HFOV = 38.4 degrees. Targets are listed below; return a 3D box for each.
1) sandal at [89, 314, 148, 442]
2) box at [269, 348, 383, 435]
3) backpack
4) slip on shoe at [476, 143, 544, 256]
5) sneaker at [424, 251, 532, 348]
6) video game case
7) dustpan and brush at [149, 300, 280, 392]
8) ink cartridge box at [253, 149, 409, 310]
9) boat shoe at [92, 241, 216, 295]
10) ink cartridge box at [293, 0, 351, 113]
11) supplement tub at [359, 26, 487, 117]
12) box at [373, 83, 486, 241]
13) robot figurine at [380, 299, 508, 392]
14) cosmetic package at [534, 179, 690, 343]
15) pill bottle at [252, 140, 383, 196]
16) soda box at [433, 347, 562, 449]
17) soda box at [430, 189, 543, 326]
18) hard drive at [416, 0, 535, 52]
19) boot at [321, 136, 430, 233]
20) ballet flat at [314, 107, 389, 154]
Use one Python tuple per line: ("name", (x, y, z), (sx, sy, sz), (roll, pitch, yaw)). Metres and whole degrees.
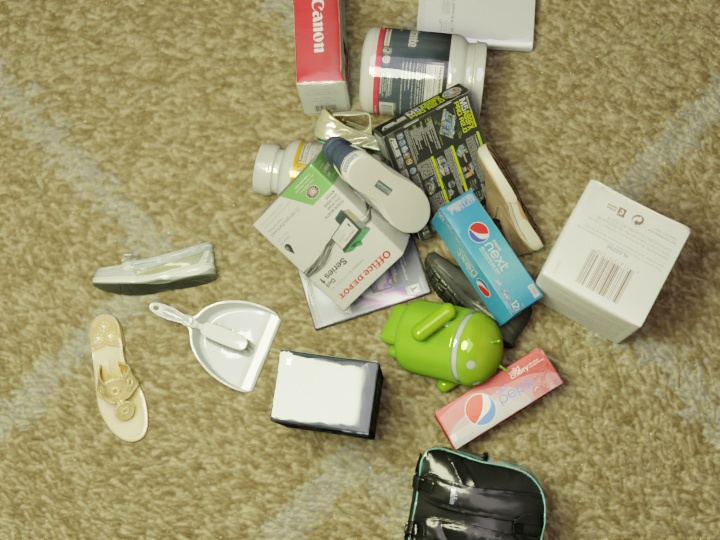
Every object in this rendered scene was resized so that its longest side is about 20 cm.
("sandal", (-0.399, 0.171, 1.654), (0.077, 0.070, 0.214), (-16, 78, 0))
("box", (-0.046, 0.191, 1.564), (0.146, 0.200, 0.108), (7, 79, 5))
("backpack", (0.179, 0.361, 1.542), (0.197, 0.153, 0.178), (8, 81, 15))
("slip on shoe", (0.225, -0.106, 1.641), (0.060, 0.076, 0.201), (-25, 120, 17))
("sneaker", (0.188, 0.034, 1.655), (0.200, 0.076, 0.091), (42, 77, 1))
("video game case", (0.000, 0.000, 1.693), (0.198, 0.019, 0.144), (-18, 78, -1))
("dustpan and brush", (-0.245, 0.097, 1.665), (0.198, 0.057, 0.141), (21, 81, 7))
("ink cartridge box", (-0.042, -0.061, 1.601), (0.200, 0.084, 0.146), (43, 113, -8))
("boat shoe", (-0.337, -0.003, 1.687), (0.199, 0.075, 0.066), (-8, 72, -3))
("ink cartridge box", (-0.066, -0.384, 1.691), (0.083, 0.176, 0.203), (-4, 78, 2))
("supplement tub", (0.102, -0.319, 1.687), (0.197, 0.140, 0.142), (6, 79, 4))
("box", (0.125, -0.169, 1.636), (0.159, 0.044, 0.201), (-29, 122, -9))
("robot figurine", (0.132, 0.111, 1.595), (0.198, 0.176, 0.116), (11, 56, 30))
("cosmetic package", (0.374, -0.009, 1.580), (0.166, 0.200, 0.168), (28, 82, 8))
("pill bottle", (-0.070, -0.149, 1.677), (0.197, 0.113, 0.114), (12, 80, 5))
("soda box", (0.214, 0.202, 1.617), (0.199, 0.063, 0.070), (-32, 79, -3))
("soda box", (0.194, -0.019, 1.600), (0.064, 0.068, 0.201), (-30, 81, -17))
("hard drive", (0.198, -0.444, 1.765), (0.197, 0.025, 0.134), (4, 79, 4))
("boot", (0.027, -0.135, 1.572), (0.073, 0.200, 0.090), (-47, 43, 3))
("ballet flat", (0.024, -0.223, 1.689), (0.197, 0.068, 0.063), (10, 108, -11))
